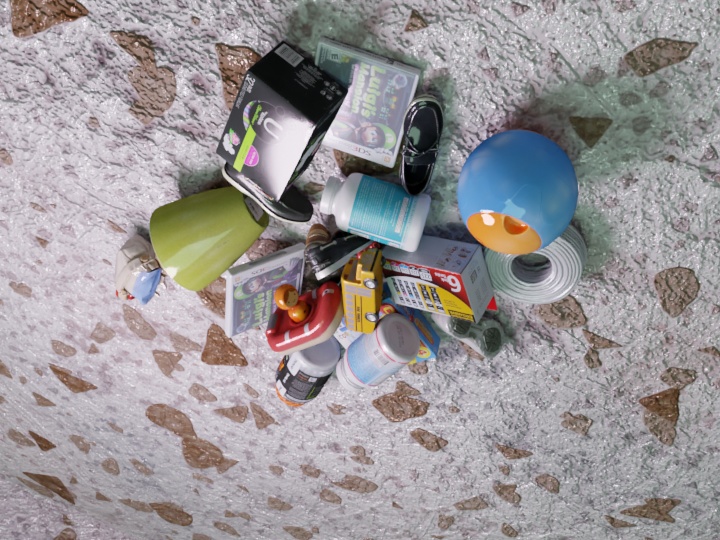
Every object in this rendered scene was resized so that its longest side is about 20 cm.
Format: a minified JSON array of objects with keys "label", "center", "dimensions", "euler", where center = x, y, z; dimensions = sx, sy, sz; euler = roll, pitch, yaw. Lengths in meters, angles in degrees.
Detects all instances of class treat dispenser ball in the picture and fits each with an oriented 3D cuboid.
[{"label":"treat dispenser ball","center":[0.258,-0.129,1.235],"dimensions":[0.196,0.203,0.204],"euler":[10,136,10]}]

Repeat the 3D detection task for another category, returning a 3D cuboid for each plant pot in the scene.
[{"label":"plant pot","center":[-0.288,-0.085,1.507],"dimensions":[0.197,0.189,0.188],"euler":[-25,123,19]}]

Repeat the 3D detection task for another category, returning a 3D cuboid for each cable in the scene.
[{"label":"cable","center":[0.326,-0.023,1.408],"dimensions":[0.196,0.070,0.202],"euler":[20,136,0]}]

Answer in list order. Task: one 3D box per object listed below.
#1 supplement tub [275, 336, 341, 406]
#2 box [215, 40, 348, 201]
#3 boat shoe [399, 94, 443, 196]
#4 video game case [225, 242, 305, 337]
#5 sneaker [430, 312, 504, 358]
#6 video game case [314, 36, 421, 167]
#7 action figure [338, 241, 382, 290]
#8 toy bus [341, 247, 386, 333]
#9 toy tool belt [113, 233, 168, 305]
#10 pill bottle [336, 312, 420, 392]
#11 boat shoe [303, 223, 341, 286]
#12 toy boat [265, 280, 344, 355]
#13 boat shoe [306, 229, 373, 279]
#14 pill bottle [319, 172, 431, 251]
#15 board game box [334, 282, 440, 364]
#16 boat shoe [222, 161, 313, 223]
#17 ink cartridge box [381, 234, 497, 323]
[{"label":"supplement tub","center":[-0.132,0.235,1.784],"dimensions":[0.121,0.124,0.201],"euler":[25,135,-6]},{"label":"box","center":[-0.138,-0.255,1.289],"dimensions":[0.147,0.125,0.201],"euler":[36,137,0]},{"label":"boat shoe","center":[0.105,-0.213,1.298],"dimensions":[0.073,0.063,0.202],"euler":[1,137,-7]},{"label":"video game case","center":[-0.204,0.044,1.596],"dimensions":[0.023,0.179,0.202],"euler":[50,147,30]},{"label":"sneaker","center":[0.228,0.119,1.591],"dimensions":[0.199,0.079,0.099],"euler":[34,174,-34]},{"label":"video game case","center":[-0.003,-0.287,1.303],"dimensions":[0.178,0.024,0.202],"euler":[18,136,2]},{"label":"action figure","center":[0.000,0.000,1.553],"dimensions":[0.051,0.065,0.201],"euler":[40,138,10]},{"label":"toy bus","center":[0.007,0.040,1.478],"dimensions":[0.076,0.066,0.202],"euler":[12,142,12]},{"label":"toy tool belt","center":[-0.495,0.022,1.709],"dimensions":[0.121,0.126,0.202],"euler":[29,137,2]},{"label":"pill bottle","center":[0.032,0.183,1.603],"dimensions":[0.108,0.110,0.200],"euler":[34,134,-15]},{"label":"boat shoe","center":[-0.077,-0.030,1.545],"dimensions":[0.074,0.076,0.201],"euler":[0,155,-1]},{"label":"toy boat","center":[-0.129,0.080,1.552],"dimensions":[0.197,0.132,0.131],"euler":[-23,127,26]},{"label":"boat shoe","center":[-0.035,-0.051,1.434],"dimensions":[0.073,0.199,0.061],"euler":[-24,100,43]},{"label":"pill bottle","center":[0.026,-0.115,1.396],"dimensions":[0.196,0.112,0.112],"euler":[17,137,2]},{"label":"board game box","center":[0.046,0.132,1.668],"dimensions":[0.193,0.057,0.201],"euler":[-20,124,34]},{"label":"boat shoe","center":[-0.172,-0.162,1.447],"dimensions":[0.199,0.074,0.063],"euler":[34,137,-12]},{"label":"ink cartridge box","center":[0.153,0.026,1.464],"dimensions":[0.197,0.084,0.178],"euler":[12,141,39]}]
